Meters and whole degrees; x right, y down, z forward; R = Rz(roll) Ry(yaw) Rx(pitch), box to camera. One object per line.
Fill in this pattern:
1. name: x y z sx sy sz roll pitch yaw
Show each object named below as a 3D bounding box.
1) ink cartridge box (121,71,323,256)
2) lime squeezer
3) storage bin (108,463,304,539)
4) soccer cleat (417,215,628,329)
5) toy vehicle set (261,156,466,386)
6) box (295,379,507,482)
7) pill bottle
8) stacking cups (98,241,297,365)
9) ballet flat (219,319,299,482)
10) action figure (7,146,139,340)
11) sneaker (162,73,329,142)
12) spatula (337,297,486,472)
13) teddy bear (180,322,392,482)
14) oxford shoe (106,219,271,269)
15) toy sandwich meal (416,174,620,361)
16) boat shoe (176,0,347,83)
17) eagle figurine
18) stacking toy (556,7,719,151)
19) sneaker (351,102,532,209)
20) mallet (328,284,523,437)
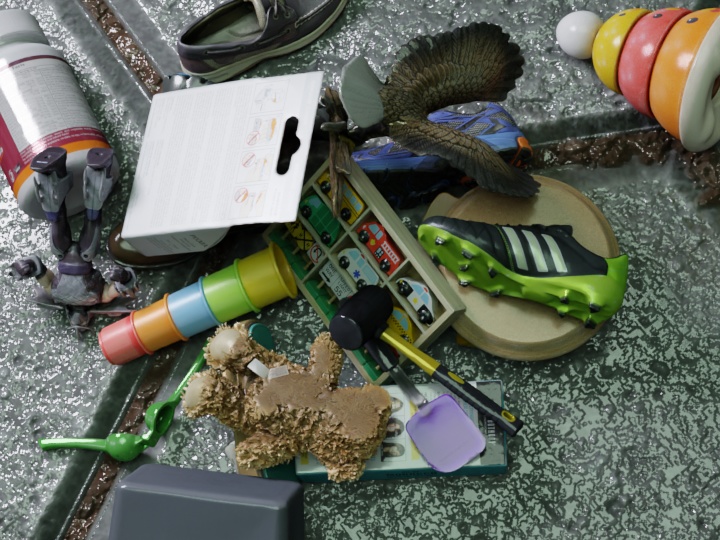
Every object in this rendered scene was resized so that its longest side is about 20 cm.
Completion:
1. ink cartridge box: -0.124 -0.101 1.292 0.199 0.047 0.161 -4 64 28
2. lime squeezer: -0.216 0.145 1.336 0.199 0.038 0.071 -32 41 -3
3. storage bin: -0.140 0.254 1.207 0.198 0.146 0.135 5 96 9
4. soccer cleat: 0.151 -0.014 1.263 0.199 0.068 0.081 21 59 7
5. toy vehicle set: 0.000 0.000 1.321 0.124 0.026 0.200 -47 70 28
6. box: 0.038 0.153 1.292 0.198 0.049 0.083 -3 72 5
7. pill bottle: -0.335 -0.161 1.398 0.109 0.110 0.201 -28 72 -3
8. stacking cups: -0.163 0.035 1.340 0.199 0.060 0.061 -22 71 11
9. ballet flat: -0.104 0.149 1.311 0.063 0.068 0.201 -21 66 29
10. action figure: -0.280 -0.020 1.331 0.129 0.069 0.201 1 116 -4
11. sneaker: -0.114 -0.146 1.399 0.199 0.073 0.083 9 84 17
12. spatula: 0.038 0.101 1.272 0.056 0.021 0.200 -36 65 -7
13. teddy bear: -0.068 0.122 1.254 0.198 0.067 0.146 6 57 5
14. oxford shoe: -0.166 -0.060 1.363 0.199 0.084 0.073 -21 73 1
15. toy sandwich meal: 0.152 0.001 1.322 0.203 0.070 0.207 -1 74 2
16. boat shoe: -0.103 -0.265 1.430 0.199 0.065 0.072 -28 70 -4
17. eagle figurine: 0.065 -0.143 1.270 0.198 0.153 0.151 -4 29 5
18. stacking toy: 0.281 -0.214 1.356 0.199 0.146 0.147 24 76 29
19. sneaker: 0.069 -0.118 1.371 0.198 0.076 0.079 -10 58 -3
20. mallet: 0.058 0.091 1.239 0.200 0.041 0.066 40 44 17
